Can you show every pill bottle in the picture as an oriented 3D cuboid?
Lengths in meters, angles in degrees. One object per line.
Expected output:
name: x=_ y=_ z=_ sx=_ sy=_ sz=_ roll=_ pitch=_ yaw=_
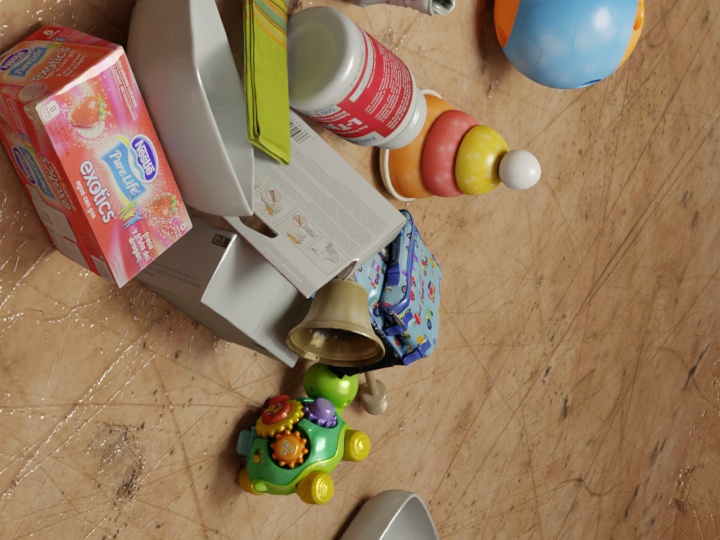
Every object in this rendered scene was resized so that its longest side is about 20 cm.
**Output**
pill bottle: x=-0.008 y=-0.204 z=1.328 sx=0.200 sy=0.112 sz=0.113 roll=24 pitch=86 yaw=-57

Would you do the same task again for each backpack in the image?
backpack: x=0.000 y=0.000 z=1.400 sx=0.183 sy=0.134 sz=0.200 roll=-80 pitch=150 yaw=-41

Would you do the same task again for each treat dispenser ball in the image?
treat dispenser ball: x=0.279 y=-0.346 z=1.610 sx=0.201 sy=0.200 sz=0.202 roll=-31 pitch=131 yaw=-46

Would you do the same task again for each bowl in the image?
bowl: x=0.022 y=0.422 z=1.714 sx=0.200 sy=0.074 sz=0.200 roll=-54 pitch=144 yaw=-26
bowl: x=-0.157 y=-0.165 z=1.098 sx=0.201 sy=0.074 sz=0.200 roll=-96 pitch=173 yaw=-45

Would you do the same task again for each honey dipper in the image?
honey dipper: x=0.012 y=0.140 z=1.550 sx=0.038 sy=0.038 sz=0.200 roll=-59 pitch=163 yaw=-18

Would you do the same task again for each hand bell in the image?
hand bell: x=-0.016 y=-0.010 z=1.278 sx=0.104 sy=0.104 sz=0.201 roll=48 pitch=43 yaw=-54

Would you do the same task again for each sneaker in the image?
sneaker: x=0.052 y=-0.306 z=1.296 sx=0.099 sy=0.200 sz=0.078 roll=39 pitch=77 yaw=-18

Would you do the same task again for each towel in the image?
towel: x=-0.090 y=-0.213 z=1.205 sx=0.086 sy=0.018 sz=0.201 roll=28 pitch=57 yaw=-63

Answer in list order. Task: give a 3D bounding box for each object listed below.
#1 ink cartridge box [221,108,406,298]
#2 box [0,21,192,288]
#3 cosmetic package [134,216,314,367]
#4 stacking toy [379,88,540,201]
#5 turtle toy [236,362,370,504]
ink cartridge box: x=-0.078 y=-0.070 z=1.219 sx=0.176 sy=0.200 sz=0.045 roll=-39 pitch=169 yaw=-41
box: x=-0.237 y=-0.099 z=1.038 sx=0.095 sy=0.102 sz=0.201 roll=-43 pitch=137 yaw=-28
cosmetic package: x=-0.138 y=0.020 z=1.247 sx=0.200 sy=0.112 sz=0.082 roll=41 pitch=71 yaw=-55
stacking toy: x=0.136 y=-0.138 z=1.499 sx=0.146 sy=0.199 sz=0.147 roll=-32 pitch=132 yaw=-45
turtle toy: x=-0.067 y=0.190 z=1.434 sx=0.200 sy=0.145 sz=0.101 roll=-45 pitch=119 yaw=-37
